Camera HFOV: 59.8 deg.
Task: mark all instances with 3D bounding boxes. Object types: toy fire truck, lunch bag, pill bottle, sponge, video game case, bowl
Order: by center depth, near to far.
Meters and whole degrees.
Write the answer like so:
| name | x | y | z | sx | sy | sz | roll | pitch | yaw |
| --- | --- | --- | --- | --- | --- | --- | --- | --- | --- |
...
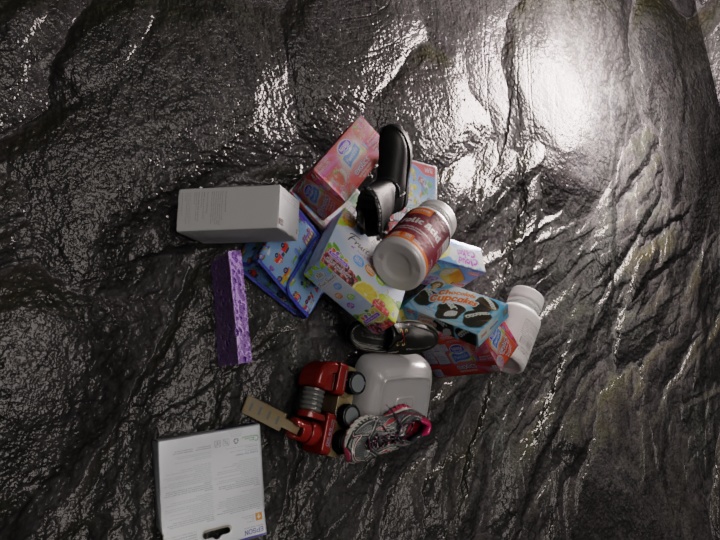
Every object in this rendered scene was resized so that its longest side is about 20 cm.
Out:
| name | x | y | z | sx | sy | sz | roll | pitch | yaw |
| --- | --- | --- | --- | --- | --- | --- | --- | --- | --- |
| sponge | -0.241 | 0.072 | 1.156 | 0.029 | 0.111 | 0.204 | -3 | 83 | -32 |
| toy fire truck | -0.110 | 0.257 | 1.222 | 0.198 | 0.127 | 0.179 | 26 | 67 | -39 |
| pill bottle | 0.116 | -0.058 | 1.269 | 0.115 | 0.113 | 0.200 | 56 | 42 | -13 |
| lunch bag | -0.134 | -0.011 | 1.270 | 0.200 | 0.093 | 0.152 | 46 | 56 | -32 |
| bowl | 0.071 | 0.280 | 1.325 | 0.197 | 0.074 | 0.204 | 6 | 97 | -34 |
| video game case | -0.048 | -0.135 | 1.350 | 0.200 | 0.017 | 0.143 | 47 | 54 | -10 |
| video game case | 0.124 | -0.162 | 1.493 | 0.141 | 0.017 | 0.204 | 8 | 77 | -32 |
| pill bottle | 0.387 | 0.145 | 1.570 | 0.114 | 0.114 | 0.202 | 40 | 63 | -22 |

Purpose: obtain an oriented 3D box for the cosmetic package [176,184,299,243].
| name | x | y | z | sx | sy | sz | roll | pitch | yaw |
| --- | --- | --- | --- | --- | --- | --- | --- | --- | --- |
| cosmetic package | -0.219 | -0.099 | 1.137 | 0.196 | 0.113 | 0.083 | -2 | 81 | 11 |

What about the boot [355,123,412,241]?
| name | x | y | z | sx | sy | sz | roll | pitch | yaw |
| --- | --- | --- | --- | --- | --- | --- | --- | --- | --- |
| boot | 0.043 | -0.175 | 1.254 | 0.162 | 0.072 | 0.202 | -44 | 138 | -52 |

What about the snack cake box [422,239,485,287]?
| name | x | y | z | sx | sy | sz | roll | pitch | yaw |
| --- | --- | --- | --- | --- | --- | --- | --- | --- | --- |
| snack cake box | 0.176 | -0.019 | 1.447 | 0.197 | 0.115 | 0.068 | 13 | 56 | -31 |

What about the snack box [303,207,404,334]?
| name | x | y | z | sx | sy | sz | roll | pitch | yaw |
| --- | --- | --- | --- | --- | --- | --- | --- | --- | --- |
| snack box | 0.000 | 0.000 | 1.263 | 0.200 | 0.067 | 0.170 | 41 | 42 | -17 |

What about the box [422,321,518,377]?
| name | x | y | z | sx | sy | sz | roll | pitch | yaw |
| --- | --- | --- | --- | --- | --- | --- | --- | --- | --- |
| box | 0.239 | 0.168 | 1.410 | 0.095 | 0.199 | 0.101 | -42 | 105 | -38 |

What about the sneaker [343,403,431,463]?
| name | x | y | z | sx | sy | sz | roll | pitch | yaw |
| --- | --- | --- | --- | --- | --- | --- | --- | --- | --- |
| sneaker | 0.050 | 0.317 | 1.220 | 0.198 | 0.074 | 0.082 | -18 | 108 | -35 |

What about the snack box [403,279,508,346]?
| name | x | y | z | sx | sy | sz | roll | pitch | yaw |
| --- | --- | --- | --- | --- | --- | --- | --- | --- | --- |
| snack box | 0.204 | 0.087 | 1.348 | 0.116 | 0.198 | 0.038 | -37 | 128 | -33 |

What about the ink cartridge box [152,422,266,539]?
| name | x | y | z | sx | sy | sz | roll | pitch | yaw |
| --- | --- | --- | --- | --- | --- | --- | --- | --- | --- |
| ink cartridge box | -0.268 | 0.390 | 1.124 | 0.197 | 0.040 | 0.204 | 0 | 82 | -34 |

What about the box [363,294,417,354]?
| name | x | y | z | sx | sy | sz | roll | pitch | yaw |
| --- | --- | --- | --- | --- | --- | --- | --- | --- | --- |
| box | 0.085 | 0.129 | 1.406 | 0.199 | 0.049 | 0.083 | -30 | 98 | -34 |

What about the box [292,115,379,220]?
| name | x | y | z | sx | sy | sz | roll | pitch | yaw |
| --- | --- | --- | --- | --- | --- | --- | --- | --- | --- |
| box | -0.038 | -0.215 | 1.312 | 0.095 | 0.102 | 0.201 | 44 | 55 | -12 |

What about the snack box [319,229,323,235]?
| name | x | y | z | sx | sy | sz | roll | pitch | yaw |
| --- | --- | --- | --- | --- | --- | --- | --- | --- | --- |
| snack box | -0.034 | -0.042 | 1.369 | 0.071 | 0.024 | 0.203 | -26 | 96 | -37 |

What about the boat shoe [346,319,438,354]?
| name | x | y | z | sx | sy | sz | roll | pitch | yaw |
| --- | --- | --- | --- | --- | --- | --- | --- | --- | --- |
| boat shoe | 0.070 | 0.140 | 1.303 | 0.197 | 0.063 | 0.075 | 5 | 93 | -7 |
